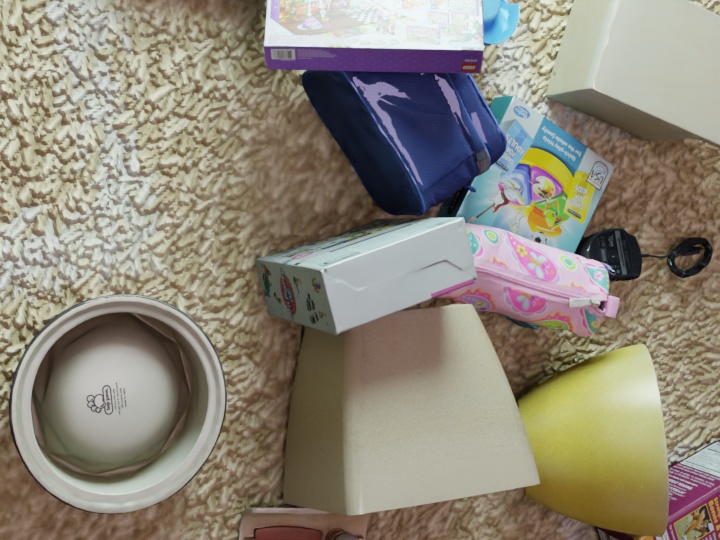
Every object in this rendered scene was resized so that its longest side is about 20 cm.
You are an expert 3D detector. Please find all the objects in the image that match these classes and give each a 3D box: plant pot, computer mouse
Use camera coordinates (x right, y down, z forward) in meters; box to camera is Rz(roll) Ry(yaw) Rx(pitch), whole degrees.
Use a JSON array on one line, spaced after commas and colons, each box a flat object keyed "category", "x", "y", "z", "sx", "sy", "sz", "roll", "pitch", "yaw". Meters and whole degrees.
[{"category": "plant pot", "x": 0.036, "y": 0.130, "z": 1.161, "sx": 0.197, "sy": 0.200, "sz": 0.180, "roll": -5, "pitch": 86, "yaw": -22}, {"category": "plant pot", "x": 0.241, "y": 0.186, "z": 1.262, "sx": 0.140, "sy": 0.200, "sz": 0.203, "roll": -5, "pitch": 97, "yaw": 5}, {"category": "computer mouse", "x": 0.324, "y": -0.016, "z": 1.355, "sx": 0.198, "sy": 0.034, "sz": 0.059, "roll": 0, "pitch": 78, "yaw": -28}]

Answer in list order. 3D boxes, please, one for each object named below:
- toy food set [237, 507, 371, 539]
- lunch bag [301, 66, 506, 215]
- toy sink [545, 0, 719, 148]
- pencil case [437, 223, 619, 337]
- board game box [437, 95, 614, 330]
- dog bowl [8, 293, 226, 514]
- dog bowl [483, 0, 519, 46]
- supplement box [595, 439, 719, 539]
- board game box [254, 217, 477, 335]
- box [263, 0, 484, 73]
[{"category": "toy food set", "x": -0.054, "y": 0.338, "z": 1.202, "sx": 0.142, "sy": 0.060, "sz": 0.203, "roll": 4, "pitch": 92, "yaw": -24}, {"category": "lunch bag", "x": 0.054, "y": -0.155, "z": 1.166, "sx": 0.132, "sy": 0.136, "sz": 0.201, "roll": -38, "pitch": 107, "yaw": -15}, {"category": "toy sink", "x": 0.322, "y": -0.219, "z": 1.290, "sx": 0.198, "sy": 0.112, "sz": 0.132, "roll": 18, "pitch": 87, "yaw": -18}, {"category": "pencil case", "x": 0.164, "y": 0.009, "z": 1.205, "sx": 0.198, "sy": 0.087, "sz": 0.089, "roll": 16, "pitch": 88, "yaw": -22}, {"category": "board game box", "x": 0.168, "y": -0.061, "z": 1.272, "sx": 0.150, "sy": 0.047, "sz": 0.202, "roll": 29, "pitch": 83, "yaw": -22}, {"category": "dog bowl", "x": -0.229, "y": 0.118, "z": 1.103, "sx": 0.198, "sy": 0.074, "sz": 0.203, "roll": -2, "pitch": 96, "yaw": -23}, {"category": "dog bowl", "x": 0.106, "y": -0.312, "z": 1.190, "sx": 0.111, "sy": 0.049, "sz": 0.203, "roll": 19, "pitch": 65, "yaw": -33}, {"category": "supplement box", "x": 0.385, "y": 0.302, "z": 1.363, "sx": 0.198, "sy": 0.103, "sz": 0.132, "roll": -24, "pitch": 103, "yaw": -19}, {"category": "board game box", "x": 0.000, "y": 0.000, "z": 1.121, "sx": 0.146, "sy": 0.200, "sz": 0.065, "roll": -18, "pitch": 100, "yaw": -20}, {"category": "box", "x": 0.013, "y": -0.249, "z": 1.084, "sx": 0.197, "sy": 0.039, "sz": 0.139, "roll": 2, "pitch": 65, "yaw": 0}]
